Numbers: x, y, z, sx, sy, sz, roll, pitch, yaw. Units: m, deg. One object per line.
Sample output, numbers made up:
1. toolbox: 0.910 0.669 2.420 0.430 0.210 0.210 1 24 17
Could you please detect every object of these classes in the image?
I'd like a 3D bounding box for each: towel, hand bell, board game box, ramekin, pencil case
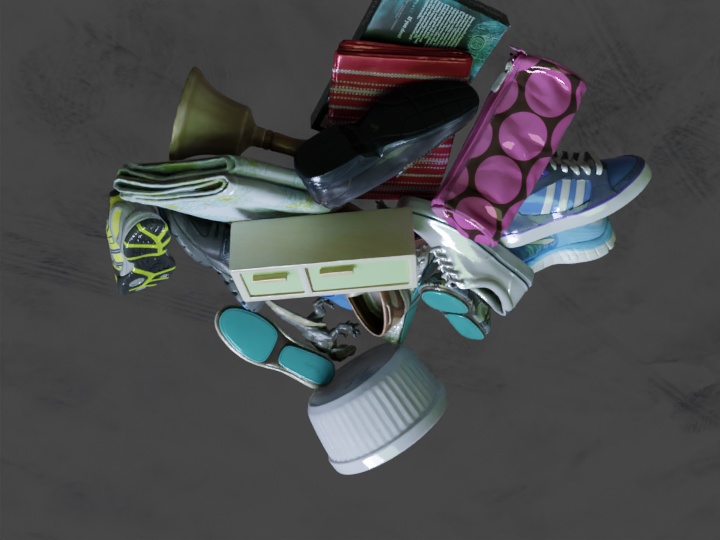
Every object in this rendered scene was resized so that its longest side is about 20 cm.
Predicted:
1. towel: 0.034 -0.156 0.858 0.144 0.023 0.200 2 137 -8
2. towel: -0.137 -0.084 0.848 0.171 0.048 0.200 2 179 33
3. hand bell: -0.091 -0.135 0.834 0.200 0.104 0.104 16 133 -8
4. board game box: 0.048 -0.211 0.840 0.135 0.028 0.200 18 132 -21
5. ramekin: 0.018 0.190 1.139 0.200 0.200 0.105 -29 98 24
6. pencil case: 0.148 -0.128 0.824 0.094 0.091 0.200 24 95 -37

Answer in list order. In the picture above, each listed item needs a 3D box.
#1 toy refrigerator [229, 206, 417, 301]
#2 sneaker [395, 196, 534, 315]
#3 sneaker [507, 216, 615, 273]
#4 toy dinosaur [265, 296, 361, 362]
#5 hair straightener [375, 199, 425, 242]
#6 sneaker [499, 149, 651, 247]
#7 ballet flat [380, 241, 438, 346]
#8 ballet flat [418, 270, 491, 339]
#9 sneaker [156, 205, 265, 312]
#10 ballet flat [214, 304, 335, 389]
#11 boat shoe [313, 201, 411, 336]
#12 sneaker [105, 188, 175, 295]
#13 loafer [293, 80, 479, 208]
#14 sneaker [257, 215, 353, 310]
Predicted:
1. toy refrigerator: -0.038 -0.014 0.872 0.200 0.070 0.076 -4 150 3
2. sneaker: 0.120 -0.015 0.929 0.200 0.071 0.073 32 166 -16
3. sneaker: 0.217 -0.049 1.006 0.200 0.078 0.090 -16 116 8
4. toy dinosaur: -0.057 0.076 1.121 0.088 0.047 0.200 -26 129 31
5. hair straightener: 0.029 -0.063 0.994 0.200 0.041 0.077 -14 130 17
6. sneaker: 0.215 -0.123 0.896 0.200 0.081 0.147 -24 116 15
7. ballet flat: 0.054 0.026 1.065 0.072 0.072 0.200 8 133 -12
8. ballet flat: 0.129 0.032 1.049 0.074 0.074 0.200 -18 154 14
9. sneaker: -0.172 -0.036 0.992 0.082 0.073 0.200 -44 126 0
10. ballet flat: -0.127 0.110 1.131 0.200 0.070 0.069 35 125 -19
11. boat shoe: 0.000 0.000 0.961 0.076 0.072 0.200 -7 129 38
12. sneaker: -0.277 -0.034 0.979 0.075 0.076 0.200 -23 162 -29
13. loafer: 0.030 -0.131 0.810 0.200 0.073 0.072 -24 145 0
14. sneaker: -0.065 0.006 0.994 0.066 0.079 0.200 -16 134 37
